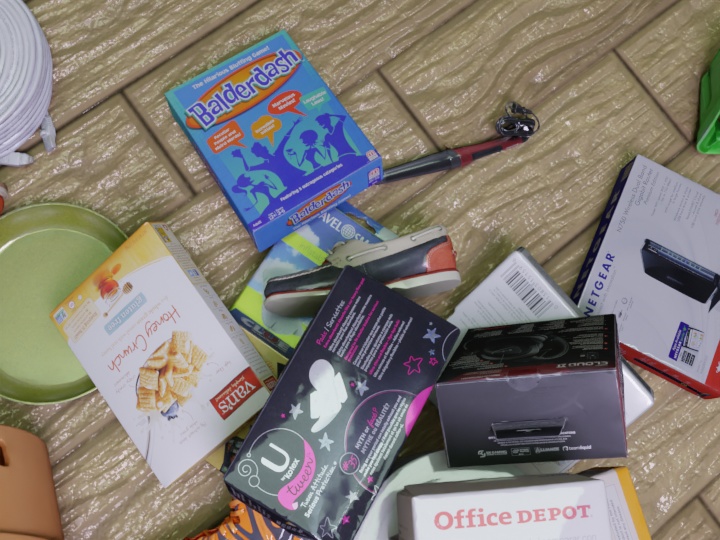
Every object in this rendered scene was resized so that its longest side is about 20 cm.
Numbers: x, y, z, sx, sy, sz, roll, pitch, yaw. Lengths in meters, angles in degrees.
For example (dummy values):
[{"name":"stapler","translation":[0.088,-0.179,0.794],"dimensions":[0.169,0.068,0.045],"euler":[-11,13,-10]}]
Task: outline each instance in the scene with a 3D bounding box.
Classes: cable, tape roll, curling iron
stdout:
[{"name":"cable","translation":[-0.420,-0.207,0.888],"dimensions":[0.196,0.069,0.204],"euler":[-5,78,-7]},{"name":"tape roll","translation":[0.080,0.270,0.793],"dimensions":[0.199,0.139,0.207],"euler":[1,78,-5]},{"name":"curling iron","translation":[0.104,-0.134,0.942],"dimensions":[0.197,0.026,0.050],"euler":[-22,117,-6]}]

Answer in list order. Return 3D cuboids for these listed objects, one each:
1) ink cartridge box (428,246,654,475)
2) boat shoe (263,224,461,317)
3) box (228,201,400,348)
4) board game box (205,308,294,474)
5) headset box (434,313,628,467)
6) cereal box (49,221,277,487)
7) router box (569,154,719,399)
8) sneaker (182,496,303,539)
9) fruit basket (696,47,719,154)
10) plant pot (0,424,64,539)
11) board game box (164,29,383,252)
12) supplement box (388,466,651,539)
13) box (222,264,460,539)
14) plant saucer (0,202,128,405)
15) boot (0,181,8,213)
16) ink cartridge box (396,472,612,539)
[{"name":"ink cartridge box","translation":[0.167,0.109,0.879],"dimensions":[0.174,0.043,0.200],"euler":[-44,83,19]},{"name":"boat shoe","translation":[0.000,0.000,0.833],"dimensions":[0.196,0.071,0.064],"euler":[-10,75,-12]},{"name":"box","translation":[-0.045,0.018,0.886],"dimensions":[0.121,0.048,0.202],"euler":[33,77,2]},{"name":"board game box","translation":[-0.077,0.150,0.830],"dimensions":[0.199,0.035,0.137],"euler":[35,102,3]},{"name":"headset box","translation":[0.154,0.103,0.754],"dimensions":[0.146,0.200,0.079],"euler":[-8,100,17]},{"name":"cereal box","translation":[-0.182,0.077,0.802],"dimensions":[0.143,0.039,0.201],"euler":[-40,82,14]},{"name":"router box","translation":[0.332,0.007,0.923],"dimensions":[0.177,0.049,0.202],"euler":[25,76,0]},{"name":"sneaker","translation":[-0.127,0.240,0.798],"dimensions":[0.196,0.078,0.114],"euler":[-6,92,-7]},{"name":"fruit basket","translation":[0.478,-0.152,0.934],"dimensions":[0.211,0.156,0.219],"euler":[3,59,-4]},{"name":"plant pot","translation":[-0.345,0.221,0.746],"dimensions":[0.196,0.201,0.142],"euler":[-3,60,-6]},{"name":"board game box","translation":[-0.091,-0.139,0.891],"dimensions":[0.151,0.045,0.201],"euler":[-31,65,-11]},{"name":"supplement box","translation":[0.134,0.248,0.693],"dimensions":[0.197,0.074,0.128],"euler":[-15,80,-9]},{"name":"box","translation":[-0.019,0.121,0.728],"dimensions":[0.114,0.132,0.202],"euler":[30,70,4]},{"name":"plant saucer","translation":[-0.309,0.034,0.864],"dimensions":[0.196,0.031,0.204],"euler":[1,76,-5]},{"name":"boot","translation":[-0.424,-0.017,0.834],"dimensions":[0.197,0.075,0.109],"euler":[-23,74,5]},{"name":"ink cartridge box","translation":[0.105,0.252,0.608],"dimensions":[0.142,0.083,0.204],"euler":[-3,79,-6]}]
